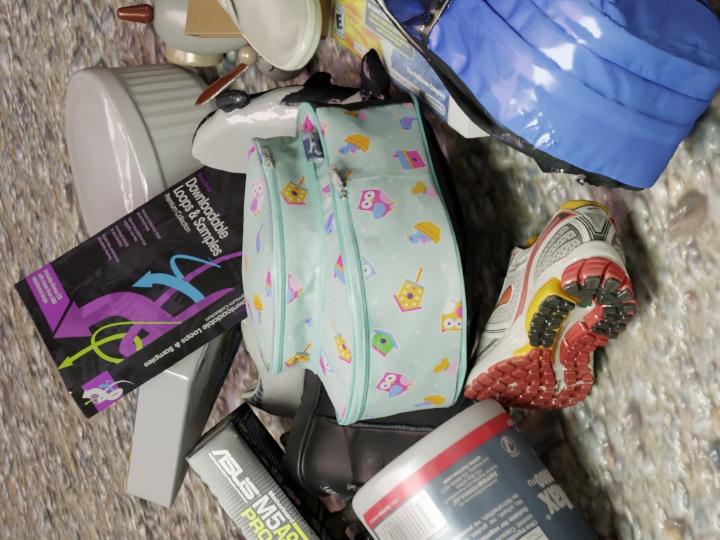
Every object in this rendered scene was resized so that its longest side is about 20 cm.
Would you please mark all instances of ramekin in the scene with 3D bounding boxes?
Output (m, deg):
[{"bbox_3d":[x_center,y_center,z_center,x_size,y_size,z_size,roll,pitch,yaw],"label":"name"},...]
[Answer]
[{"bbox_3d":[-0.170,-0.081,1.937,0.202,0.094,0.203,50,148,47],"label":"ramekin"}]

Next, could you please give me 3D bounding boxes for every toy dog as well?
[{"bbox_3d":[-0.125,-0.197,1.839,0.200,0.096,0.133,-5,94,62],"label":"toy dog"}]

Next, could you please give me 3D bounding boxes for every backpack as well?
[{"bbox_3d":[0.000,0.000,1.537,0.201,0.152,0.177,-116,23,-43],"label":"backpack"},{"bbox_3d":[0.116,-0.155,1.328,0.168,0.162,0.200,-56,44,25],"label":"backpack"}]

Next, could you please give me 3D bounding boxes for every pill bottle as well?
[{"bbox_3d":[0.096,0.195,1.482,0.200,0.119,0.120,54,146,9],"label":"pill bottle"}]

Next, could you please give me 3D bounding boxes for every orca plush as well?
[{"bbox_3d":[-0.042,-0.126,1.674,0.200,0.105,0.071,-28,35,53],"label":"orca plush"}]

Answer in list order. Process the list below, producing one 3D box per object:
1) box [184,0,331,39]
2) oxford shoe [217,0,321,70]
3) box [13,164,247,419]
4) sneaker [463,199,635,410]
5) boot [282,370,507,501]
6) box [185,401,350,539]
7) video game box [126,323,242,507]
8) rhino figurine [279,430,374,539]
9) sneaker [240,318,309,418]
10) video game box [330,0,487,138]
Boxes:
[{"bbox_3d":[-0.068,-0.273,1.717,0.163,0.021,0.201,7,91,52],"label":"box"},{"bbox_3d":[-0.088,-0.217,1.671,0.075,0.058,0.200,-53,50,29],"label":"oxford shoe"},{"bbox_3d":[-0.147,0.006,1.709,0.143,0.199,0.036,53,173,48],"label":"box"},{"bbox_3d":[0.123,0.028,1.482,0.200,0.077,0.083,124,152,-53],"label":"sneaker"},{"bbox_3d":[0.034,0.084,1.637,0.162,0.073,0.199,4,72,44],"label":"boot"},{"bbox_3d":[-0.059,0.180,1.723,0.161,0.044,0.200,52,-179,0],"label":"box"},{"bbox_3d":[-0.130,0.060,1.824,0.200,0.047,0.183,104,-172,-54],"label":"video game box"},{"bbox_3d":[0.019,0.169,1.700,0.087,0.060,0.200,-44,52,14],"label":"rhino figurine"},{"bbox_3d":[-0.054,0.020,1.762,0.080,0.076,0.201,10,109,21],"label":"sneaker"},{"bbox_3d":[0.048,-0.211,1.565,0.200,0.047,0.183,41,131,51],"label":"video game box"}]
